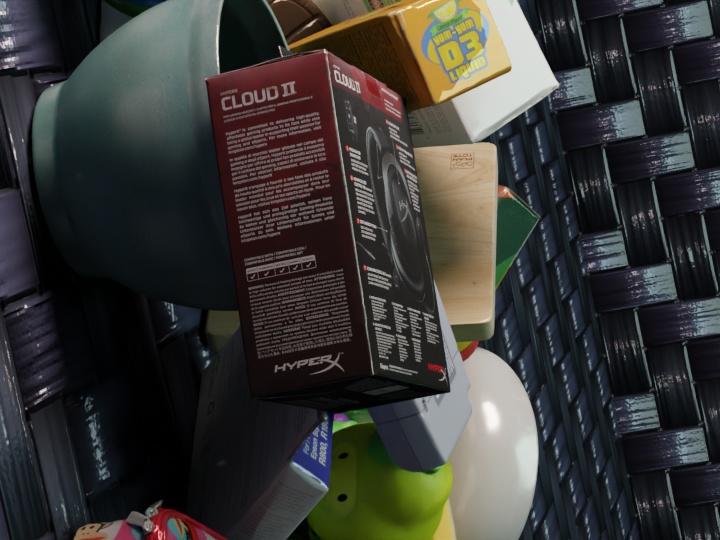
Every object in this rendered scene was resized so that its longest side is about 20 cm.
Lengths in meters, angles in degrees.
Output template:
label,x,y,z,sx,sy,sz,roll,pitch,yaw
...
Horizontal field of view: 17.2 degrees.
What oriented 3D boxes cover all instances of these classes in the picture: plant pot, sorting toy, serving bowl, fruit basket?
label,x,y,z,sx,sy,sz,roll,pitch,yaw
plant pot,-0.115,-0.065,1.428,0.200,0.134,0.200,-10,90,-77
sorting toy,0.000,0.000,1.731,0.199,0.200,0.070,-85,170,-49
serving bowl,0.046,0.150,1.835,0.066,0.200,0.200,15,59,-36
fruit basket,-0.016,0.167,1.609,0.216,0.155,0.216,-3,90,-90

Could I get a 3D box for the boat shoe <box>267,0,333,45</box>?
label,x,y,z,sx,sy,sz,roll,pitch,yaw
boat shoe,-0.039,-0.111,1.655,0.076,0.072,0.200,34,-30,61

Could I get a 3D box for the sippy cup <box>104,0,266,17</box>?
label,x,y,z,sx,sy,sz,roll,pitch,yaw
sippy cup,-0.125,-0.242,1.478,0.130,0.178,0.140,71,26,-65

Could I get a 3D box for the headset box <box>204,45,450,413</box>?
label,x,y,z,sx,sy,sz,roll,pitch,yaw
headset box,-0.017,-0.027,1.335,0.149,0.077,0.200,18,61,-71

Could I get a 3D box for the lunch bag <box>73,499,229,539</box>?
label,x,y,z,sx,sy,sz,roll,pitch,yaw
lunch bag,-0.112,0.238,1.343,0.176,0.082,0.200,46,34,-61

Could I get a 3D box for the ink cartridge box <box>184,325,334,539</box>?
label,x,y,z,sx,sy,sz,roll,pitch,yaw
ink cartridge box,-0.050,0.085,1.516,0.200,0.041,0.200,-52,-157,40

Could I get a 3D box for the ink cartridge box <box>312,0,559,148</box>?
label,x,y,z,sx,sy,sz,roll,pitch,yaw
ink cartridge box,0.026,-0.164,1.649,0.200,0.088,0.145,-2,-60,61

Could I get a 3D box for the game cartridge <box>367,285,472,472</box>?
label,x,y,z,sx,sy,sz,roll,pitch,yaw
game cartridge,0.016,0.020,1.492,0.133,0.040,0.200,-57,129,-72

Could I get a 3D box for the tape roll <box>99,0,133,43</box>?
label,x,y,z,sx,sy,sz,roll,pitch,yaw
tape roll,-0.110,-0.120,1.629,0.202,0.071,0.202,-10,90,-77

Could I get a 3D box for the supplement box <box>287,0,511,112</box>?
label,x,y,z,sx,sy,sz,roll,pitch,yaw
supplement box,0.010,-0.127,1.482,0.200,0.067,0.069,-13,-78,64

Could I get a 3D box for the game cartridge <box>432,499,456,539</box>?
label,x,y,z,sx,sy,sz,roll,pitch,yaw
game cartridge,0.010,0.165,1.776,0.176,0.032,0.200,-17,-96,61

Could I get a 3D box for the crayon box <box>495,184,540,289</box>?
label,x,y,z,sx,sy,sz,roll,pitch,yaw
crayon box,0.037,0.018,1.841,0.051,0.127,0.200,40,76,-37
